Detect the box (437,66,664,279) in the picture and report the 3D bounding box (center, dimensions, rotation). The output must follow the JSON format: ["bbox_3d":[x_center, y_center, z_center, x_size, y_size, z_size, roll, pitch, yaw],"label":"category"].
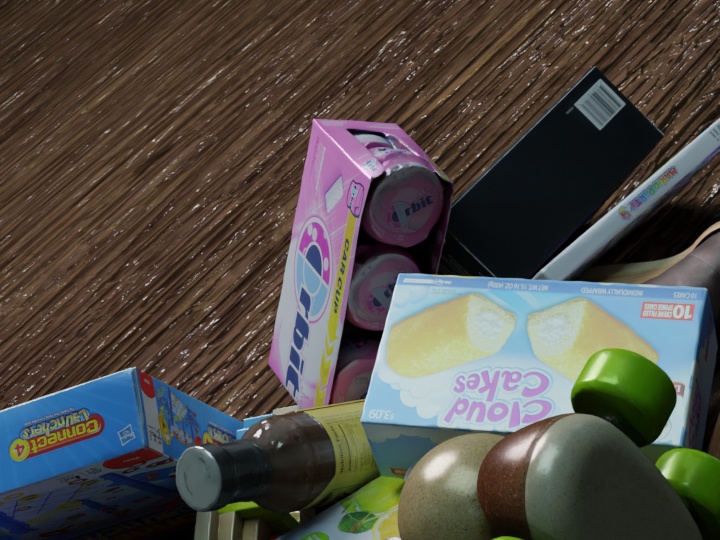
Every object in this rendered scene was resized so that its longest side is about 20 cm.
[{"bbox_3d":[0.110,-0.036,1.612,0.200,0.079,0.141,-44,-1,-34],"label":"box"}]

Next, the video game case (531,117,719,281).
[{"bbox_3d":[0.174,-0.025,1.584,0.200,0.018,0.143,-39,-6,-26],"label":"video game case"}]

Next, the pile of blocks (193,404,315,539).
[{"bbox_3d":[-0.052,0.140,1.488,0.062,0.082,0.200,-12,28,22],"label":"pile of blocks"}]

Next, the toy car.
[{"bbox_3d":[0.082,0.149,1.256,0.200,0.158,0.164,-5,41,45],"label":"toy car"}]

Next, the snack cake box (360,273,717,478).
[{"bbox_3d":[0.111,0.070,1.379,0.199,0.067,0.115,3,54,18],"label":"snack cake box"}]

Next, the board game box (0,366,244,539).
[{"bbox_3d":[-0.190,0.140,1.506,0.199,0.196,0.056,-19,68,17],"label":"board game box"}]

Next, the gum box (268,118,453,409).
[{"bbox_3d":[0.000,0.000,1.533,0.066,0.201,0.114,2,23,-23],"label":"gum box"}]

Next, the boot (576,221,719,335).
[{"bbox_3d":[0.207,0.050,1.451,0.199,0.072,0.167,-13,36,30],"label":"boot"}]

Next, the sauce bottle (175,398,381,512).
[{"bbox_3d":[-0.034,0.119,1.427,0.065,0.065,0.200,-1,2,43],"label":"sauce bottle"}]

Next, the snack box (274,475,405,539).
[{"bbox_3d":[-0.018,0.206,1.358,0.200,0.053,0.142,-30,24,-12],"label":"snack box"}]

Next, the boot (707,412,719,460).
[{"bbox_3d":[0.283,0.063,1.241,0.064,0.187,0.200,6,5,-30],"label":"boot"}]
